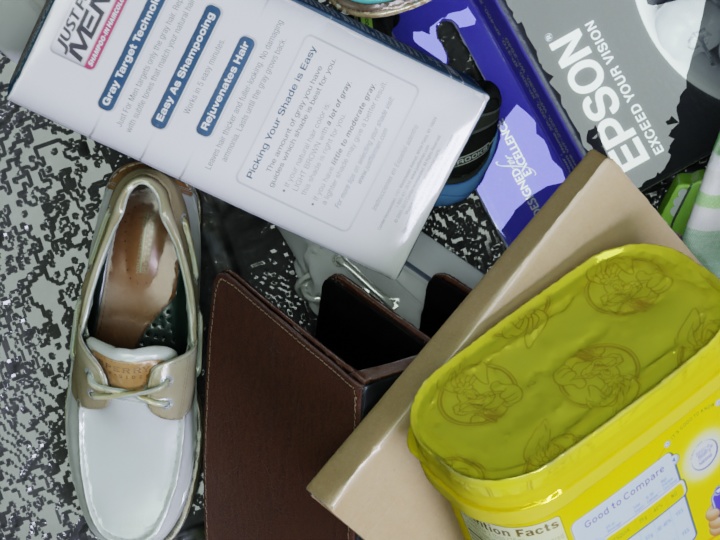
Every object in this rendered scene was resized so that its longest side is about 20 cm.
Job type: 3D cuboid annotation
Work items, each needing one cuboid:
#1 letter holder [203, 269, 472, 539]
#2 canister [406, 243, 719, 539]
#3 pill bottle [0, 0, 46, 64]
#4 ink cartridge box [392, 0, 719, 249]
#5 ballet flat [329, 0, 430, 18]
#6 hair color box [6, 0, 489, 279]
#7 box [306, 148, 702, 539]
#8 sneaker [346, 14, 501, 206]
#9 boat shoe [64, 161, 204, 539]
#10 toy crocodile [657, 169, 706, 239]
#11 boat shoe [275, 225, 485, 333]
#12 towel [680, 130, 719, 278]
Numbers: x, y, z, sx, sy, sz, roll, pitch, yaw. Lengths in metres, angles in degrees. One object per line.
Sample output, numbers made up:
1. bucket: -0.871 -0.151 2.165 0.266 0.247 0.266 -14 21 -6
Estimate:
1. letter holder: -0.002 0.099 1.191 0.100 0.142 0.200 -15 122 -31
2. canister: 0.115 0.108 1.099 0.148 0.087 0.200 -35 132 -16
3. pill bottle: -0.119 -0.199 1.198 0.200 0.114 0.114 -39 90 4
4. ink cartridge box: 0.116 -0.138 1.227 0.200 0.043 0.198 -29 91 4
5. ballet flat: 0.058 -0.190 1.169 0.200 0.065 0.071 -44 86 -7
6. hair color box: -0.053 -0.085 1.135 0.200 0.061 0.100 25 100 -12
7. box: 0.085 0.065 1.126 0.200 0.021 0.163 -49 133 -4
8. sneaker: -0.021 -0.102 1.204 0.199 0.071 0.083 22 107 -15
9. boat shoe: -0.116 0.045 1.229 0.075 0.068 0.200 1 92 3
10. toy crocodile: 0.132 0.042 1.217 0.062 0.068 0.200 26 98 1
11. boat shoe: 0.000 0.000 1.221 0.200 0.074 0.065 33 89 2
12. towel: 0.231 -0.088 1.152 0.152 0.023 0.200 -8 129 -30
